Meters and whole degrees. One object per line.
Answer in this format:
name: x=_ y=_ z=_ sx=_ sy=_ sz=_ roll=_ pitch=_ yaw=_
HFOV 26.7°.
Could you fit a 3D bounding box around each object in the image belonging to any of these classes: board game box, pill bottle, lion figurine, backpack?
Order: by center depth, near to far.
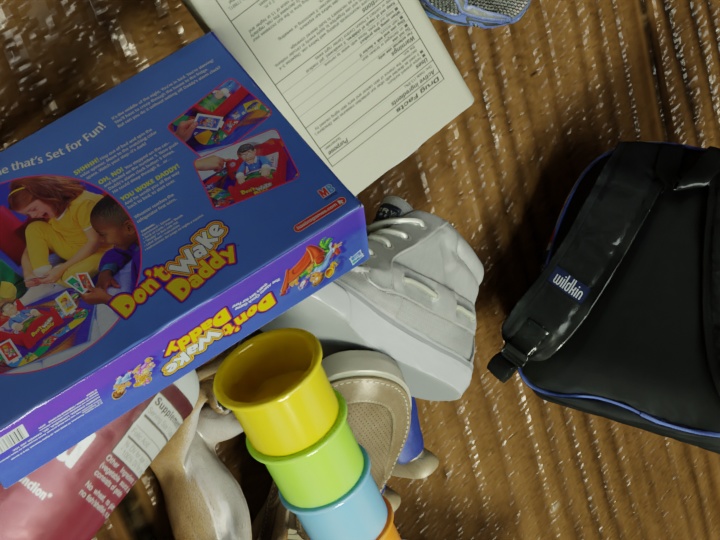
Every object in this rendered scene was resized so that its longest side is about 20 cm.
board game box: x=-0.115 y=-0.011 z=0.709 sx=0.199 sy=0.135 sz=0.045 roll=-32 pitch=150 yaw=-14
pill bottle: x=-0.153 y=0.067 z=0.764 sx=0.200 sy=0.114 sz=0.114 roll=-53 pitch=132 yaw=-15
lion figurine: x=-0.090 y=0.132 z=0.866 sx=0.072 sy=0.122 sz=0.202 roll=-11 pitch=96 yaw=-48
backpack: x=0.210 y=0.014 z=1.029 sx=0.154 sy=0.199 sz=0.192 roll=37 pitch=70 yaw=-74

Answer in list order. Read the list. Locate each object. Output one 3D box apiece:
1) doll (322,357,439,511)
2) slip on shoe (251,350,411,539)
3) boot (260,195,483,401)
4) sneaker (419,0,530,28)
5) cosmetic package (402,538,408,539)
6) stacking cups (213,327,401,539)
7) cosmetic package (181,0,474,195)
doll: x=-0.012 y=0.062 z=0.933 sx=0.136 sy=0.048 sz=0.201 roll=-41 pitch=128 yaw=-30
slip on shoe: x=-0.019 y=0.130 z=0.884 sx=0.075 sy=0.061 sz=0.201 roll=9 pitch=132 yaw=-21
boot: x=0.000 y=0.000 z=0.866 sx=0.200 sy=0.073 sz=0.096 roll=32 pitch=62 yaw=-47
sneaker: x=0.040 y=-0.200 z=0.839 sx=0.200 sy=0.078 sz=0.076 roll=39 pitch=77 yaw=-41
cosmetic package: x=0.048 y=0.219 z=1.020 sx=0.199 sy=0.082 sz=0.051 roll=20 pitch=91 yaw=-43
stacking cups: x=-0.017 y=0.124 z=0.821 sx=0.060 sy=0.060 sz=0.201 roll=-40 pitch=128 yaw=-24
cosmetic package: x=-0.030 y=-0.140 z=0.806 sx=0.105 sy=0.071 sz=0.200 roll=-37 pitch=134 yaw=-3
